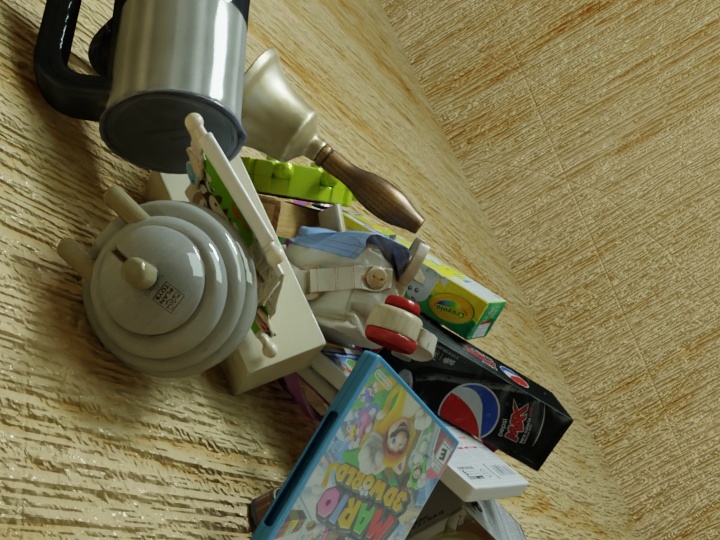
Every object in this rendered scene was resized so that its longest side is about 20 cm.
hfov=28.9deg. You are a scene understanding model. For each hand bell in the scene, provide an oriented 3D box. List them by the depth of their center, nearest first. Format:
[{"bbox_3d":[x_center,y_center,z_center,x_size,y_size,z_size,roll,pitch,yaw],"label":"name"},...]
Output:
[{"bbox_3d":[-0.026,-0.099,1.240,0.199,0.105,0.104,35,12,3],"label":"hand bell"}]

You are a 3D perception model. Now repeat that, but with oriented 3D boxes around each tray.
[{"bbox_3d":[-0.093,-0.054,1.369,0.200,0.098,0.037,11,91,-75],"label":"tray"}]

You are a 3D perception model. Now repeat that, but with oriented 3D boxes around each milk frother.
[{"bbox_3d":[-0.169,-0.167,1.190,0.200,0.179,0.190,68,21,-59],"label":"milk frother"}]

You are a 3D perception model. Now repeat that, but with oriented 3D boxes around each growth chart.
[{"bbox_3d":[-0.098,-0.027,1.068,0.145,0.018,0.200,55,-18,17],"label":"growth chart"}]

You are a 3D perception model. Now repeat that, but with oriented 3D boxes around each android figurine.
[{"bbox_3d":[-0.079,-0.091,1.372,0.200,0.180,0.041,-172,-90,-72],"label":"android figurine"}]

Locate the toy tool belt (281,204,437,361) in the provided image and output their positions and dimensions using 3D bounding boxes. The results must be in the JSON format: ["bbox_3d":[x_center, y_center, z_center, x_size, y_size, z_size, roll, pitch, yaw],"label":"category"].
[{"bbox_3d":[0.000,0.000,1.230,0.124,0.124,0.199,27,-11,-33],"label":"toy tool belt"}]

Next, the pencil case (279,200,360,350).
[{"bbox_3d":[-0.041,0.002,1.491,0.088,0.088,0.201,49,17,-43],"label":"pencil case"}]

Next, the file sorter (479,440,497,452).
[{"bbox_3d":[0.071,0.155,1.475,0.126,0.138,0.200,62,12,8],"label":"file sorter"}]

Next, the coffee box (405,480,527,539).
[{"bbox_3d":[0.082,0.264,1.342,0.200,0.114,0.080,50,15,-46],"label":"coffee box"}]

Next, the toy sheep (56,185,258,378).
[{"bbox_3d":[-0.138,0.011,0.988,0.139,0.137,0.200,63,8,8],"label":"toy sheep"}]

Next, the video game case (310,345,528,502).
[{"bbox_3d":[0.051,0.136,1.258,0.200,0.018,0.143,40,11,24],"label":"video game case"}]

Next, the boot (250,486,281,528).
[{"bbox_3d":[-0.010,0.193,1.161,0.075,0.096,0.200,63,12,13],"label":"boot"}]

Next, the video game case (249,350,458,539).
[{"bbox_3d":[-0.009,0.180,1.046,0.018,0.201,0.143,17,-22,41],"label":"video game case"}]

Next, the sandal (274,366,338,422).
[{"bbox_3d":[-0.065,0.095,1.285,0.203,0.050,0.082,46,1,-10],"label":"sandal"}]

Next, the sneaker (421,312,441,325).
[{"bbox_3d":[0.027,0.044,1.492,0.200,0.066,0.091,153,-66,-67],"label":"sneaker"}]

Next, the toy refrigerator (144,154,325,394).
[{"bbox_3d":[-0.110,-0.003,1.200,0.201,0.075,0.070,64,-24,13],"label":"toy refrigerator"}]

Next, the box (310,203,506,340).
[{"bbox_3d":[0.041,-0.003,1.365,0.199,0.049,0.117,34,7,13],"label":"box"}]

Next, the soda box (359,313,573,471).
[{"bbox_3d":[0.099,0.108,1.310,0.199,0.064,0.071,30,11,-19],"label":"soda box"}]
